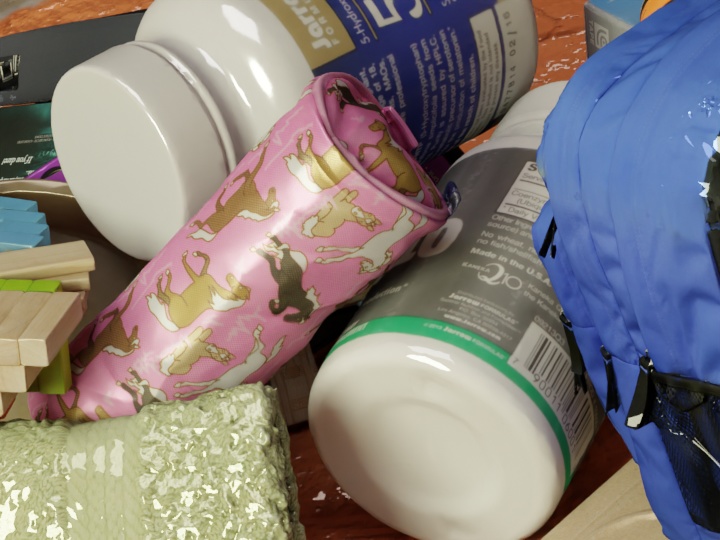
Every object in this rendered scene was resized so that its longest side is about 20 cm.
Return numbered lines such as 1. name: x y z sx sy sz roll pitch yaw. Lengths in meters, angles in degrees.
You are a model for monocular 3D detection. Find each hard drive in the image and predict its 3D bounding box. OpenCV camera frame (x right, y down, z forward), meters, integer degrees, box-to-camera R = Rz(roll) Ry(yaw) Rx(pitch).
1. hard drive: -0.098 -0.116 1.543 0.135 0.042 0.200 -15 8 -41

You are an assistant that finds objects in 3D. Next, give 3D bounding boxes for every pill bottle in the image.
1. pill bottle: 0.067 0.014 1.273 0.113 0.113 0.200 1 38 30
2. pill bottle: -0.030 -0.083 1.311 0.200 0.120 0.120 -29 32 -34

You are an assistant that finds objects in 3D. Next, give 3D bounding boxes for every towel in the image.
1. towel: -0.087 0.146 1.152 0.148 0.036 0.200 -9 71 15

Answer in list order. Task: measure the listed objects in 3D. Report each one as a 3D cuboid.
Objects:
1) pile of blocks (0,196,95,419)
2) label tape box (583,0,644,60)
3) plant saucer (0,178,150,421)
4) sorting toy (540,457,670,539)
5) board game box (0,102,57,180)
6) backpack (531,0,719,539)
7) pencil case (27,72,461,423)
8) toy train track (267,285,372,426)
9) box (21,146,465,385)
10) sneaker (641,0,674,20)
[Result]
1. pile of blocks: -0.152 0.019 1.236 0.082 0.062 0.200 -8 24 -11
2. label tape box: 0.214 -0.083 1.352 0.143 0.066 0.200 -18 32 -23
3. plant saucer: -0.149 0.059 1.310 0.200 0.029 0.200 -2 76 6
4. sorting toy: 0.166 0.108 1.152 0.185 0.037 0.200 -38 31 -31
5. board game box: -0.203 -0.018 1.470 0.200 0.028 0.135 0 58 50
6. backpack: 0.147 -0.007 1.116 0.162 0.200 0.168 -39 32 -31
7. pencil case: -0.052 0.013 1.221 0.200 0.086 0.083 -46 40 18
8. toy train track: 0.000 0.000 1.355 0.200 0.115 0.033 -15 -13 -18
9. box: -0.052 -0.027 1.389 0.200 0.143 0.036 -35 -7 -23
10. sneaker: 0.213 -0.102 1.239 0.200 0.070 0.090 3 33 23
